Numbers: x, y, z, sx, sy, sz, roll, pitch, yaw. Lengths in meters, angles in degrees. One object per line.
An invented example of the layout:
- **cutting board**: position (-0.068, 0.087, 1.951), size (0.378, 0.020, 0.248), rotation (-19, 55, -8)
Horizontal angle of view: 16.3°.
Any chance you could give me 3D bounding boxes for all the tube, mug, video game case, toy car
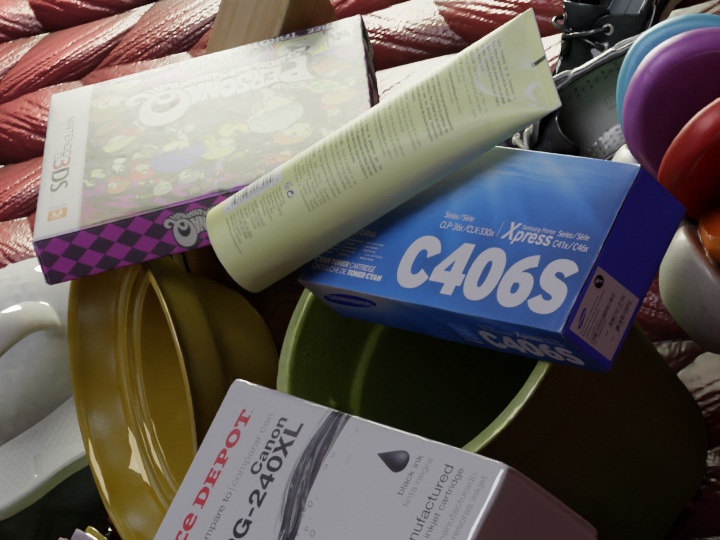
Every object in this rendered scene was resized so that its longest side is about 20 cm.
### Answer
- **tube**: position (0.014, -0.057, 1.287), size (0.200, 0.052, 0.058), rotation (-32, 83, 18)
- **mug**: position (-0.247, 0.076, 1.708), size (0.175, 0.200, 0.148), rotation (-44, 80, -4)
- **video game case**: position (-0.085, -0.072, 1.443), size (0.199, 0.036, 0.182), rotation (-14, 31, 5)
- **toy car**: position (0.209, -0.067, 1.385), size (0.175, 0.150, 0.200), rotation (-42, 39, 13)

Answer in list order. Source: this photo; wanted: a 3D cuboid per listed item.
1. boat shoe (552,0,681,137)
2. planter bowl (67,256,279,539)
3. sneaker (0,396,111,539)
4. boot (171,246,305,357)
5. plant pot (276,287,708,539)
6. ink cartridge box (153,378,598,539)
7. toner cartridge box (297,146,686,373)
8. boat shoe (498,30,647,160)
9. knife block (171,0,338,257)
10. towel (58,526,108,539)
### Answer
- **boat shoe**: position (0.155, -0.160, 1.577), size (0.074, 0.066, 0.200), rotation (25, 80, 50)
- **planter bowl**: position (-0.098, 0.069, 1.467), size (0.200, 0.083, 0.201), rotation (35, 130, 57)
- **sneaker**: position (-0.173, 0.140, 1.680), size (0.200, 0.100, 0.071), rotation (-30, 43, -23)
- **boot**: position (0.000, 0.000, 1.494), size (0.199, 0.189, 0.069), rotation (-11, 28, 29)
- **plant pot**: position (0.091, 0.070, 1.366), size (0.200, 0.190, 0.201), rotation (-27, 45, 30)
- **ink cartridge box**: position (-0.008, 0.149, 1.191), size (0.200, 0.083, 0.146), rotation (14, 72, 47)
- **toner cartridge box**: position (0.062, -0.013, 1.271), size (0.200, 0.043, 0.095), rotation (10, 67, 49)
- **boat shoe**: position (0.128, -0.082, 1.521), size (0.199, 0.074, 0.060), rotation (-31, -2, 10)
- **knife block**: position (-0.077, -0.079, 1.575), size (0.175, 0.200, 0.064), rotation (-41, 46, -17)
- **towel**: position (-0.175, 0.254, 1.455), size (0.143, 0.023, 0.201), rotation (19, 80, 52)
